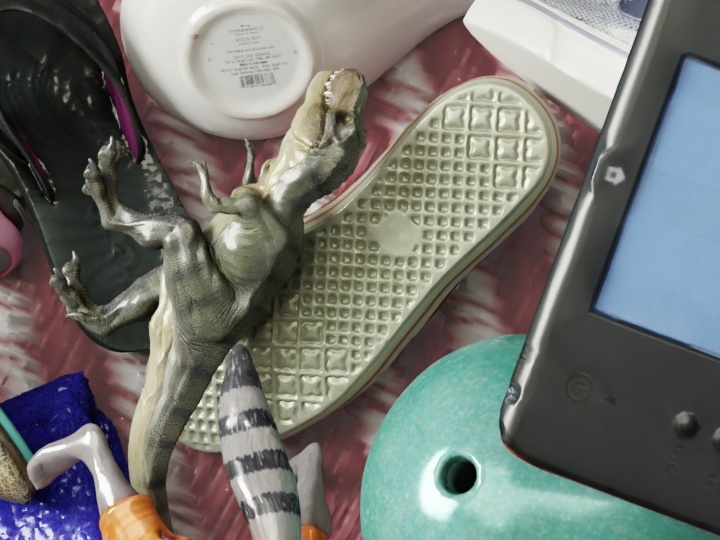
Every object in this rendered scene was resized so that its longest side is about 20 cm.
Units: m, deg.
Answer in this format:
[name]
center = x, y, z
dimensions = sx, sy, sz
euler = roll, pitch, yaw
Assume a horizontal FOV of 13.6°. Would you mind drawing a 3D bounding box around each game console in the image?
[game console]
center = 0.158, -0.004, 0.990
dimensions = 0.176, 0.031, 0.201
euler = 20, 97, -2

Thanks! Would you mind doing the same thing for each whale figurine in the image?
[whale figurine]
center = 0.090, 0.079, 1.063
dimensions = 0.199, 0.104, 0.160
euler = -7, 70, 30

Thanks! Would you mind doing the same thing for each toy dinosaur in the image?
[toy dinosaur]
center = -0.070, 0.004, 1.129
dimensions = 0.088, 0.047, 0.201
euler = 30, 109, 8

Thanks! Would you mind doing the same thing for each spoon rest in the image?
[spoon rest]
center = 0.005, -0.099, 1.181
dimensions = 0.199, 0.100, 0.061
euler = -3, 33, 8

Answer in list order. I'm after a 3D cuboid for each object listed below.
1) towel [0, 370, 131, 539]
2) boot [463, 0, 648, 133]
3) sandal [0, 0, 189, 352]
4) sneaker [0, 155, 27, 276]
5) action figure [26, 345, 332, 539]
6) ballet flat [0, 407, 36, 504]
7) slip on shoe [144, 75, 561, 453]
[towel]
center = -0.174, 0.139, 1.169
dimensions = 0.199, 0.050, 0.148
euler = -25, 68, 8
[boot]
center = 0.133, -0.083, 1.080
dimensions = 0.199, 0.073, 0.091
euler = 29, 82, 36
[sandal]
center = -0.116, -0.064, 1.176
dimensions = 0.075, 0.048, 0.201
euler = -31, 92, -15
[sneaker]
center = -0.207, -0.075, 1.243
dimensions = 0.199, 0.079, 0.096
euler = 26, 75, 15
[action figure]
center = -0.050, 0.121, 1.047
dimensions = 0.105, 0.199, 0.194
euler = -51, 44, 21
[ballet flat]
center = -0.197, 0.015, 1.150
dimensions = 0.075, 0.068, 0.201
euler = -27, 80, -14
[slip on shoe]
center = 0.000, 0.000, 1.159
dimensions = 0.200, 0.061, 0.074
euler = -42, 84, 15
